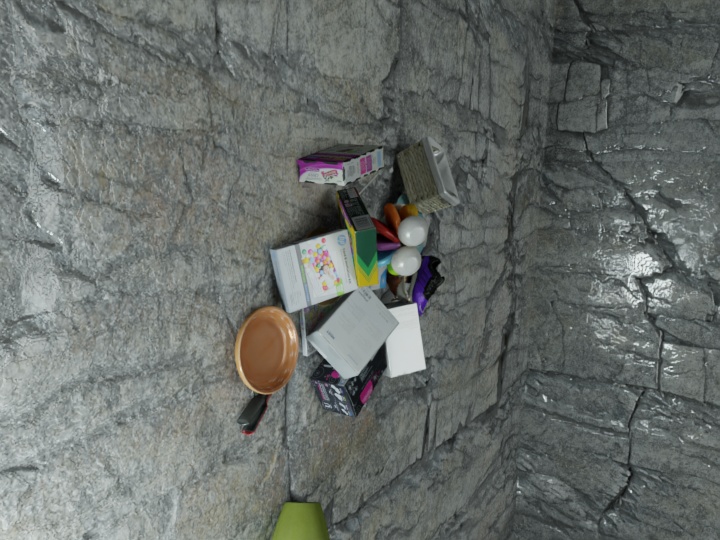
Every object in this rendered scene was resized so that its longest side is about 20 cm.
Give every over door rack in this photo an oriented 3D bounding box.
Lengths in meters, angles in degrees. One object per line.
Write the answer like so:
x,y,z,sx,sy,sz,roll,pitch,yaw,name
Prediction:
0.021,-0.179,1.789,0.200,0.067,0.148,-41,133,-21,over door rack

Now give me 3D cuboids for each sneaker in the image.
0.212,0.044,2.023,0.070,0.099,0.201,36,58,-58,sneaker

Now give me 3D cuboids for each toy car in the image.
0.082,-0.086,1.736,0.149,0.175,0.201,4,109,-20,toy car

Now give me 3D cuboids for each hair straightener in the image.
-0.228,0.282,1.507,0.200,0.041,0.077,-56,141,-38,hair straightener

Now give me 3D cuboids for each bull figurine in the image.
0.105,-0.005,1.898,0.065,0.121,0.201,-12,71,-34,bull figurine

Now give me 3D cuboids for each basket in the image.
0.205,-0.286,1.980,0.135,0.123,0.201,18,55,-60,basket

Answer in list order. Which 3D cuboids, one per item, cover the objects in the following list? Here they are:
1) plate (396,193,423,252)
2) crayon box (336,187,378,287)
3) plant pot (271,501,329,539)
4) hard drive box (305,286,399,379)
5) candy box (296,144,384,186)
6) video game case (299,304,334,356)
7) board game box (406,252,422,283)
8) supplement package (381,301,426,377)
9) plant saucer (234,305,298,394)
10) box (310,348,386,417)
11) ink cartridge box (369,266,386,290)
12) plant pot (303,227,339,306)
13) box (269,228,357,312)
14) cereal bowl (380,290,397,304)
0.161,-0.138,1.982,0.200,0.026,0.201,17,71,-58,plate
-0.008,-0.085,1.636,0.200,0.058,0.173,-113,-166,-50,crayon box
-0.152,0.690,1.623,0.187,0.187,0.201,32,54,-57,plant pot
-0.018,0.154,1.675,0.156,0.077,0.200,49,56,-9,hard drive box
-0.046,-0.265,1.605,0.200,0.136,0.061,-35,127,-51,candy box
-0.111,0.106,1.691,0.143,0.018,0.201,-28,120,-54,video game case
0.140,-0.059,2.047,0.165,0.057,0.201,5,91,-58,board game box
0.103,0.200,1.904,0.121,0.120,0.201,-9,94,-24,supplement package
-0.219,0.181,1.482,0.200,0.037,0.201,5,84,-55,plant saucer
-0.031,0.278,1.773,0.200,0.114,0.132,-54,138,-41,box
0.000,0.000,1.809,0.200,0.067,0.116,-11,106,-59,ink cartridge box
-0.103,-0.009,1.646,0.200,0.027,0.201,11,77,-56,plant pot
-0.109,-0.002,1.555,0.200,0.041,0.156,-18,105,-33,box
0.126,0.163,2.048,0.200,0.083,0.201,-21,115,-57,cereal bowl
